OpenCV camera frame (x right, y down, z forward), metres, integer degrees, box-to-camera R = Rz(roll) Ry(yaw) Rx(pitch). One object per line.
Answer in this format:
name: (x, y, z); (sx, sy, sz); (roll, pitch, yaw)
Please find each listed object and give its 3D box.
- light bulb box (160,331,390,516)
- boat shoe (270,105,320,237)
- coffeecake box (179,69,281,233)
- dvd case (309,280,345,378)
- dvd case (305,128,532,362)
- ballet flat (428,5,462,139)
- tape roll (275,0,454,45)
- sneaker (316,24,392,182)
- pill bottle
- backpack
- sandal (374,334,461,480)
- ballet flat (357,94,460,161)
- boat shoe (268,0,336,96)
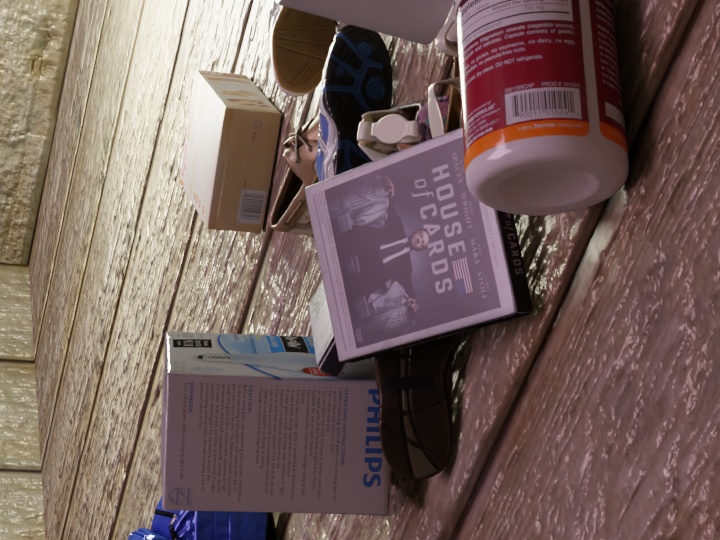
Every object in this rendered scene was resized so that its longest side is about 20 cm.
light bulb box: (-0.081, 0.136, 1.572); (0.198, 0.199, 0.126); (-129, 42, -78)
boat shoe: (-0.046, -0.116, 1.798); (0.071, 0.064, 0.201); (-108, 29, -50)
coffeecake box: (-0.166, -0.152, 2.161); (0.200, 0.073, 0.154); (-129, 46, -64)
dvd case: (0.000, 0.000, 1.557); (0.151, 0.025, 0.200); (-61, 11, 11)
dvd case: (0.042, -0.019, 1.377); (0.199, 0.025, 0.151); (-18, 80, 45)
ballet flat: (0.088, -0.163, 1.399); (0.069, 0.063, 0.201); (166, 108, -71)
tape roll: (0.019, -0.306, 1.468); (0.203, 0.138, 0.204); (-166, 90, -81)
sneaker: (-0.015, -0.141, 1.689); (0.077, 0.075, 0.201); (171, 104, -67)
pill bottle: (0.124, -0.149, 1.207); (0.113, 0.112, 0.201); (133, 139, -62)
backpack: (-0.180, 0.332, 1.949); (0.162, 0.167, 0.201); (174, 104, -65)
sandal: (0.054, 0.075, 1.463); (0.055, 0.081, 0.201); (-36, -54, -75)
ballet flat: (0.039, -0.120, 1.527); (0.200, 0.071, 0.070); (170, 103, -72)
boat shoe: (-0.067, -0.267, 1.901); (0.069, 0.070, 0.201); (123, 155, -58)
